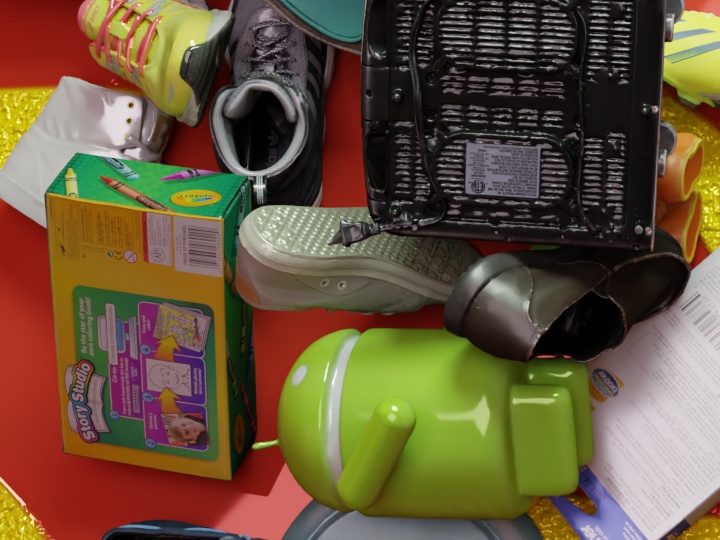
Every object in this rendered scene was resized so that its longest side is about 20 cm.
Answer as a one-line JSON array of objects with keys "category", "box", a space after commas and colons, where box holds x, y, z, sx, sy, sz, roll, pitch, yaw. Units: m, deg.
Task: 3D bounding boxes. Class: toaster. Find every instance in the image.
[{"category": "toaster", "box": [0.087, -0.110, 1.461, 0.199, 0.119, 0.181, 3, 109, 9]}]

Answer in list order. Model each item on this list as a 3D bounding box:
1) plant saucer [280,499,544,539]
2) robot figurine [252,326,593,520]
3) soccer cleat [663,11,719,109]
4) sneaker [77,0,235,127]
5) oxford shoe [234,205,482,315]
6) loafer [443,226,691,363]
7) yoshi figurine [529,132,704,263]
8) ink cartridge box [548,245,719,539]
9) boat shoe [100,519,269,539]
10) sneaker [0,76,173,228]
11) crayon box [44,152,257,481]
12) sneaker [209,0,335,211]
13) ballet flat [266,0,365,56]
[{"category": "plant saucer", "box": [0.029, 0.219, 1.590, 0.199, 0.027, 0.201, -3, 78, 13]}, {"category": "robot figurine", "box": [0.039, 0.093, 1.527, 0.199, 0.175, 0.116, 0, 112, 19]}, {"category": "soccer cleat", "box": [0.244, -0.132, 1.569, 0.200, 0.065, 0.084, 36, 113, 32]}, {"category": "sneaker", "box": [-0.140, -0.148, 1.619, 0.090, 0.200, 0.078, 18, 96, -17]}, {"category": "oxford shoe", "box": [0.000, 0.000, 1.577, 0.058, 0.200, 0.075, -60, 44, 29]}, {"category": "loafer", "box": [0.135, 0.025, 1.493, 0.071, 0.200, 0.073, 44, 128, 29]}, {"category": "yoshi figurine", "box": [0.112, -0.050, 1.586, 0.199, 0.112, 0.113, 11, 88, 19]}, {"category": "ink cartridge box", "box": [0.200, 0.087, 1.566, 0.200, 0.042, 0.119, -40, 70, 1]}, {"category": "boat shoe", "box": [-0.081, 0.205, 1.577, 0.199, 0.069, 0.084, 4, 80, 31]}, {"category": "sneaker", "box": [-0.145, -0.057, 1.669, 0.200, 0.074, 0.116, 31, 90, 20]}, {"category": "crayon box", "box": [-0.132, 0.031, 1.594, 0.118, 0.058, 0.201, 9, 122, 14]}, {"category": "sneaker", "box": [-0.057, -0.127, 1.635, 0.075, 0.114, 0.201, -1, 79, 4]}, {"category": "ballet flat", "box": [0.010, -0.163, 1.628, 0.200, 0.067, 0.068, 28, 81, -7]}]
